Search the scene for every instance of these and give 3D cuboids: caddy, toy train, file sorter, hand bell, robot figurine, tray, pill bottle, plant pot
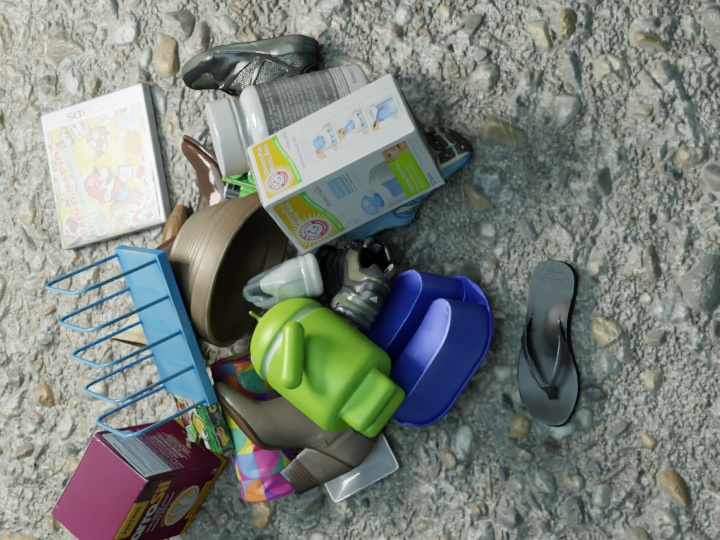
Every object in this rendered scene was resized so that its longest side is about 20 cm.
[{"bbox_3d":[0.078,0.096,1.621,0.200,0.105,0.141,-57,47,14],"label":"caddy"},{"bbox_3d":[-0.088,-0.094,1.706,0.199,0.042,0.057,16,101,7],"label":"toy train"},{"bbox_3d":[-0.284,0.087,1.612,0.139,0.122,0.201,8,119,58],"label":"file sorter"},{"bbox_3d":[-0.267,0.008,1.802,0.104,0.104,0.201,8,80,24],"label":"hand bell"},{"bbox_3d":[-0.045,0.111,1.553,0.200,0.175,0.116,36,88,22],"label":"robot figurine"},{"bbox_3d":[-0.032,0.189,1.713,0.107,0.022,0.201,-32,77,22],"label":"tray"},{"bbox_3d":[-0.086,-0.184,1.645,0.199,0.114,0.114,-13,83,-9],"label":"pill bottle"},{"bbox_3d":[-0.176,-0.012,1.651,0.092,0.201,0.202,21,98,18],"label":"plant pot"}]

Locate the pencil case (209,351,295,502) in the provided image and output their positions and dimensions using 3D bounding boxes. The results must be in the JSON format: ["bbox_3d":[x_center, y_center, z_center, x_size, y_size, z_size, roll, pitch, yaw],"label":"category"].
[{"bbox_3d":[-0.134,0.199,1.714,0.088,0.088,0.201,-10,94,24],"label":"pencil case"}]

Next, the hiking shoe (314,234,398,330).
[{"bbox_3d":[0.000,0.000,1.634,0.101,0.076,0.200,-51,27,6],"label":"hiking shoe"}]

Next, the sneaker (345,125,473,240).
[{"bbox_3d":[0.053,-0.105,1.654,0.199,0.090,0.079,-31,49,5],"label":"sneaker"}]

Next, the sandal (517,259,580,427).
[{"bbox_3d":[0.222,0.088,1.585,0.076,0.043,0.201,-1,89,25],"label":"sandal"}]

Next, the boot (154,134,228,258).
[{"bbox_3d":[-0.241,-0.057,1.752,0.200,0.064,0.186,-42,75,-3],"label":"boot"}]

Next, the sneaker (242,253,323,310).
[{"bbox_3d":[-0.106,0.026,1.655,0.088,0.200,0.076,-14,77,-13],"label":"sneaker"}]

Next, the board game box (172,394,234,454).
[{"bbox_3d":[-0.225,0.137,1.704,0.105,0.023,0.201,3,115,57],"label":"board game box"}]

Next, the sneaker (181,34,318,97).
[{"bbox_3d":[-0.148,-0.240,1.739,0.198,0.076,0.115,-4,81,19],"label":"sneaker"}]

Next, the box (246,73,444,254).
[{"bbox_3d":[-0.019,-0.125,1.569,0.199,0.113,0.102,-26,52,7],"label":"box"}]

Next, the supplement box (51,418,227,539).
[{"bbox_3d":[-0.286,0.281,1.731,0.103,0.200,0.131,37,105,21],"label":"supplement box"}]

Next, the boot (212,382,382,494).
[{"bbox_3d":[-0.073,0.175,1.651,0.146,0.070,0.200,-42,98,-10],"label":"boot"}]

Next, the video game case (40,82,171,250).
[{"bbox_3d":[-0.361,-0.145,1.866,0.181,0.023,0.201,-13,84,24],"label":"video game case"}]
